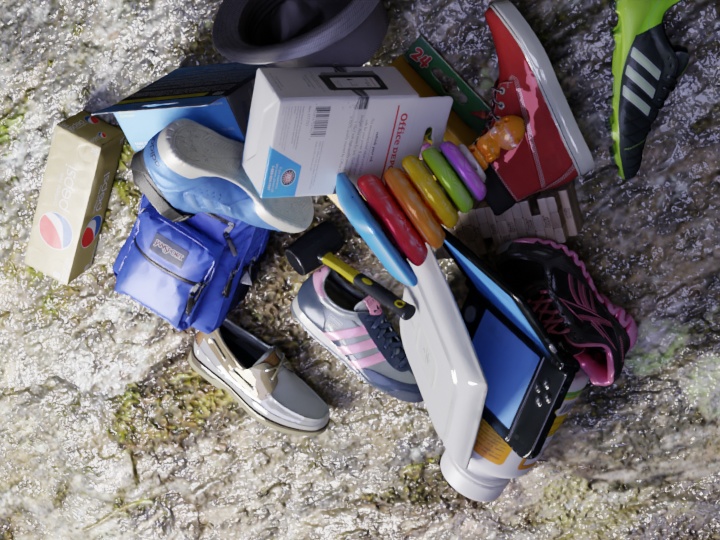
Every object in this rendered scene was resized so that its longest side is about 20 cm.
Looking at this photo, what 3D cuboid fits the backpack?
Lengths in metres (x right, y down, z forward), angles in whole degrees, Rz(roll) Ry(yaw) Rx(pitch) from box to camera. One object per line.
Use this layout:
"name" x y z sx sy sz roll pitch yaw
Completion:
"backpack" -0.184 -0.044 1.509 0.161 0.168 0.201 28 116 0

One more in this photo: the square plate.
"square plate" 0.082 0.090 1.420 0.028 0.200 0.201 -14 149 -12

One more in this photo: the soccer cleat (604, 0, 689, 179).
"soccer cleat" 0.289 -0.188 1.320 0.080 0.068 0.203 1 112 7

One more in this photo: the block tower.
"block tower" 0.139 -0.052 1.440 0.198 0.054 0.058 -10 108 24

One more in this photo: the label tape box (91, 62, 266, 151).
"label tape box" -0.179 -0.173 1.429 0.142 0.200 0.064 -2 112 22

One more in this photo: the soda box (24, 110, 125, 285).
"soda box" -0.352 -0.089 1.613 0.067 0.064 0.202 26 119 9

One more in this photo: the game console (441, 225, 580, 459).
"game console" 0.124 0.069 1.362 0.115 0.200 0.178 12 110 -31

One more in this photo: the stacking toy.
"stacking toy" 0.084 -0.090 1.321 0.199 0.116 0.110 -37 130 4

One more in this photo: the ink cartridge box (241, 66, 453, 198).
"ink cartridge box" -0.014 -0.145 1.354 0.068 0.198 0.117 56 141 45

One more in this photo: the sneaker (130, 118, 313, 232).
"sneaker" -0.152 -0.087 1.406 0.199 0.078 0.111 24 149 -33

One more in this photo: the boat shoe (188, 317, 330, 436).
"boat shoe" -0.120 0.130 1.608 0.198 0.075 0.069 29 125 9

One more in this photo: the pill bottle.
"pill bottle" 0.168 0.163 1.486 0.110 0.111 0.201 31 119 7

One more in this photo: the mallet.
"mallet" 0.000 0.000 1.468 0.199 0.066 0.041 26 148 40

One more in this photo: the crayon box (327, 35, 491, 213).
"crayon box" 0.039 -0.143 1.443 0.127 0.051 0.200 44 120 -1

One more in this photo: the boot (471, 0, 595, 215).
"boot" 0.139 -0.164 1.357 0.143 0.072 0.202 -25 100 8

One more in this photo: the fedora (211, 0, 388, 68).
"fedora" -0.049 -0.258 1.386 0.198 0.178 0.091 -17 135 20

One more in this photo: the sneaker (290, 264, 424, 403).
"sneaker" 0.012 0.073 1.533 0.199 0.070 0.082 36 124 2

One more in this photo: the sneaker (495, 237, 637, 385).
"sneaker" 0.217 0.048 1.401 0.199 0.096 0.079 40 138 -17
